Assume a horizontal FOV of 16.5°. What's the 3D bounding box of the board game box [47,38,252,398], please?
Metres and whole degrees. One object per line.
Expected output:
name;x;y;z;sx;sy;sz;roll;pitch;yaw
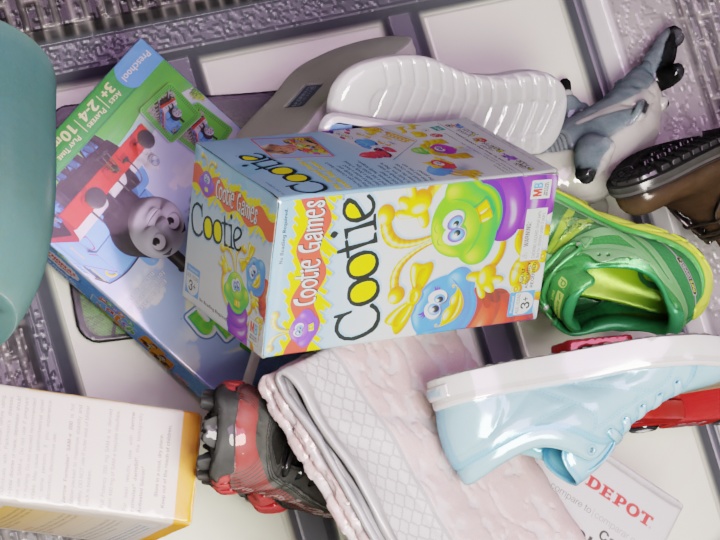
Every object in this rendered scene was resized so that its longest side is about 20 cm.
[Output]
board game box;-0.119;-0.030;1.616;0.200;0.037;0.151;42;67;-7

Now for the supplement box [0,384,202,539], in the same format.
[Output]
supplement box;-0.210;0.115;1.508;0.200;0.126;0.074;9;75;-18

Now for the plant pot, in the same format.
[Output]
plant pot;-0.270;-0.036;1.460;0.201;0.201;0.161;0;60;-20

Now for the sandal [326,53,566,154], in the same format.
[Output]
sandal;0.050;-0.102;1.635;0.203;0.050;0.082;2;106;-40

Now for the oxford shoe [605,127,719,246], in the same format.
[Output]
oxford shoe;0.244;-0.055;1.711;0.200;0.073;0.084;-13;96;-46

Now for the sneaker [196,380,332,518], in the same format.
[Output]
sneaker;-0.040;0.111;1.523;0.098;0.200;0.071;3;78;13

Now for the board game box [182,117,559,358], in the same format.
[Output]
board game box;0.005;-0.023;1.519;0.200;0.105;0.103;-7;115;-32

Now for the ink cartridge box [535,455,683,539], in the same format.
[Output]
ink cartridge box;0.099;0.202;1.621;0.146;0.085;0.200;34;67;-9

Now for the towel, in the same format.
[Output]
towel;0.043;0.119;1.515;0.200;0.032;0.191;59;34;4

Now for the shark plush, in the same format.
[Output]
shark plush;0.165;-0.111;1.730;0.083;0.091;0.200;30;72;23

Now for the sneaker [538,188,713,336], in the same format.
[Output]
sneaker;0.134;-0.006;1.651;0.200;0.074;0.084;14;33;12

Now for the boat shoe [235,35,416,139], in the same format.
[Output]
boat shoe;-0.018;-0.093;1.641;0.201;0.070;0.072;-47;128;-51

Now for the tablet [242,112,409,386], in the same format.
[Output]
tablet;0.000;0.000;1.602;0.130;0.014;0.200;7;107;-37

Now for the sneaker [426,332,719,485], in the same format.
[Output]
sneaker;0.140;0.088;1.524;0.200;0.074;0.082;-10;86;-13

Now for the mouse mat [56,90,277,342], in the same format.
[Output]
mouse mat;-0.101;-0.039;1.648;0.200;0.008;0.161;-6;79;-22

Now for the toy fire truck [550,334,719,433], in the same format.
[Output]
toy fire truck;0.206;0.075;1.657;0.200;0.141;0.049;-3;79;-20
